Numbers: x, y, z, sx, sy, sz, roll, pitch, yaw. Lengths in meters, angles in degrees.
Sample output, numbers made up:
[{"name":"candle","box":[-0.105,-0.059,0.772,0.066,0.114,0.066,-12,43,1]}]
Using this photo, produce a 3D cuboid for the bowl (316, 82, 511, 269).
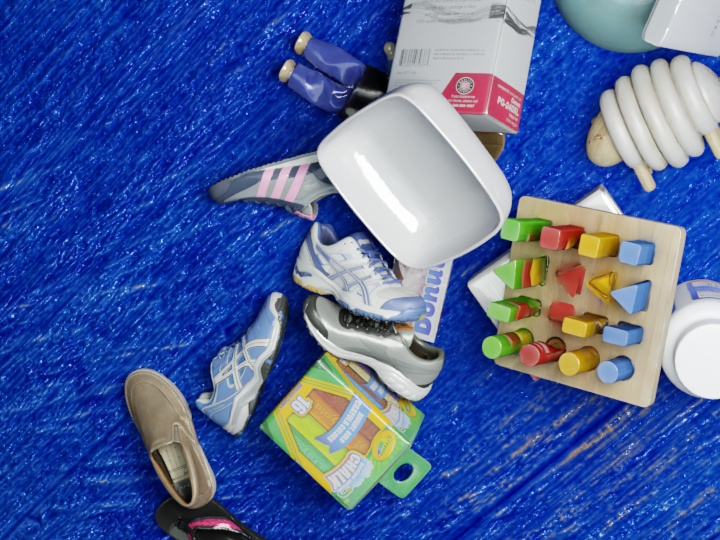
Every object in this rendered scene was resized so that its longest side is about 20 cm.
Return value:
[{"name":"bowl","box":[0.068,-0.111,1.344,0.200,0.075,0.199,50,142,-10]}]

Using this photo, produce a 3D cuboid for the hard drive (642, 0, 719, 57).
[{"name":"hard drive","box":[0.376,-0.302,1.296,0.027,0.199,0.133,31,112,27]}]

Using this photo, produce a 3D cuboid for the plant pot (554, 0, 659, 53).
[{"name":"plant pot","box":[0.308,-0.347,1.343,0.197,0.135,0.203,2,100,11]}]

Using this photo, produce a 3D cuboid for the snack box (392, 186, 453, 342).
[{"name":"snack box","box":[0.078,-0.009,1.476,0.071,0.024,0.202,15,120,8]}]

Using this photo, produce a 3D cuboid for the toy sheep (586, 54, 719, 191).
[{"name":"toy sheep","box":[0.349,-0.177,1.369,0.198,0.138,0.139,-27,94,18]}]

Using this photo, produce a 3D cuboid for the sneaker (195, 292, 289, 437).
[{"name":"sneaker","box":[-0.150,0.117,1.547,0.076,0.076,0.202,25,102,2]}]

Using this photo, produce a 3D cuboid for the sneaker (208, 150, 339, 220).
[{"name":"sneaker","box":[-0.094,-0.097,1.501,0.198,0.070,0.083,-13,94,15]}]

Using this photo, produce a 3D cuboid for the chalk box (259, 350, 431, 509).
[{"name":"chalk box","box":[-0.004,0.206,1.508,0.200,0.124,0.125,41,105,2]}]

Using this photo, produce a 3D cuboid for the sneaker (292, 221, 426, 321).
[{"name":"sneaker","box":[0.000,0.000,1.469,0.199,0.075,0.089,22,102,32]}]

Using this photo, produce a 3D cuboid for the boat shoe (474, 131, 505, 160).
[{"name":"boat shoe","box":[0.107,-0.117,1.462,0.072,0.065,0.200,38,120,-6]}]

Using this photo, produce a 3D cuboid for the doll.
[{"name":"doll","box":[0.004,-0.220,1.470,0.199,0.048,0.137,31,91,4]}]

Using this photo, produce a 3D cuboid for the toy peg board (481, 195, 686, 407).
[{"name":"toy peg board","box":[0.232,0.034,1.322,0.197,0.097,0.203,15,102,34]}]

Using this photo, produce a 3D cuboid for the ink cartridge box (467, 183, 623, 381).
[{"name":"ink cartridge box","box":[0.252,0.013,1.443,0.199,0.083,0.147,-36,91,16]}]

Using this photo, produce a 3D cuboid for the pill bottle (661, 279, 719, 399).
[{"name":"pill bottle","box":[0.394,0.081,1.365,0.111,0.200,0.114,2,101,11]}]

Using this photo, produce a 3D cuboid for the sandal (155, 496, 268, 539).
[{"name":"sandal","box":[-0.187,0.363,1.613,0.198,0.045,0.076,28,104,6]}]

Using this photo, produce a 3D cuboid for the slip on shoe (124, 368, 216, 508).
[{"name":"slip on shoe","box":[-0.258,0.224,1.588,0.075,0.061,0.202,-25,86,13]}]

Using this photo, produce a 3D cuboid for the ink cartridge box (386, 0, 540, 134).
[{"name":"ink cartridge box","box":[0.121,-0.267,1.370,0.144,0.083,0.203,8,84,38]}]

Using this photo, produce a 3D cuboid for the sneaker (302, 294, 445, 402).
[{"name":"sneaker","box":[0.017,0.081,1.491,0.199,0.074,0.080,30,121,-12]}]
